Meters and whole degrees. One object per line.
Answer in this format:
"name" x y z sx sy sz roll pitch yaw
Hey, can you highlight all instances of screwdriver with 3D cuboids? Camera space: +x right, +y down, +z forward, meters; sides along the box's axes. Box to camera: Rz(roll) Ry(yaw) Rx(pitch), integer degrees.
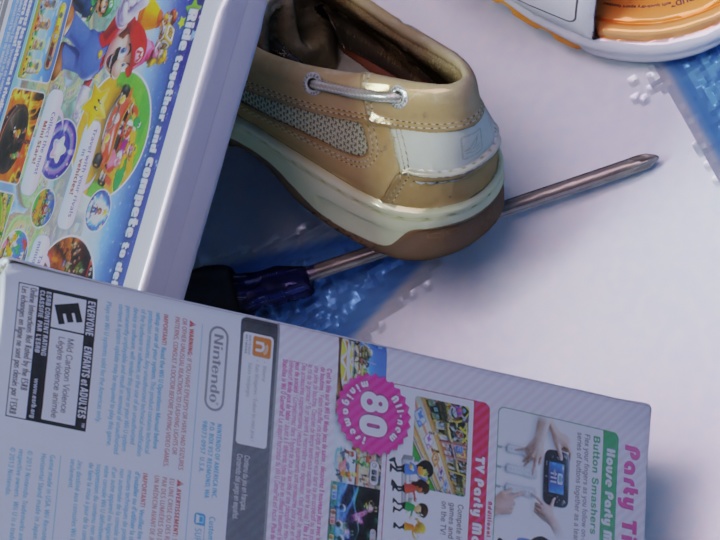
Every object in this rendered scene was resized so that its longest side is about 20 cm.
"screwdriver" 0.000 0.000 0.891 0.199 0.028 0.029 -14 95 10

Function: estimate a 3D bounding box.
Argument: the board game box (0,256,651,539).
"board game box" -0.021 0.092 0.764 0.064 0.199 0.148 -32 49 58

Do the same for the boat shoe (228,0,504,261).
"boat shoe" -0.034 -0.081 0.890 0.200 0.076 0.072 28 50 29

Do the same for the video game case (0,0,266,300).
"video game case" -0.109 -0.027 0.883 0.200 0.018 0.144 14 87 53

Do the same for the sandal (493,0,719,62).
"sandal" 0.037 -0.131 0.889 0.206 0.059 0.079 26 86 19
